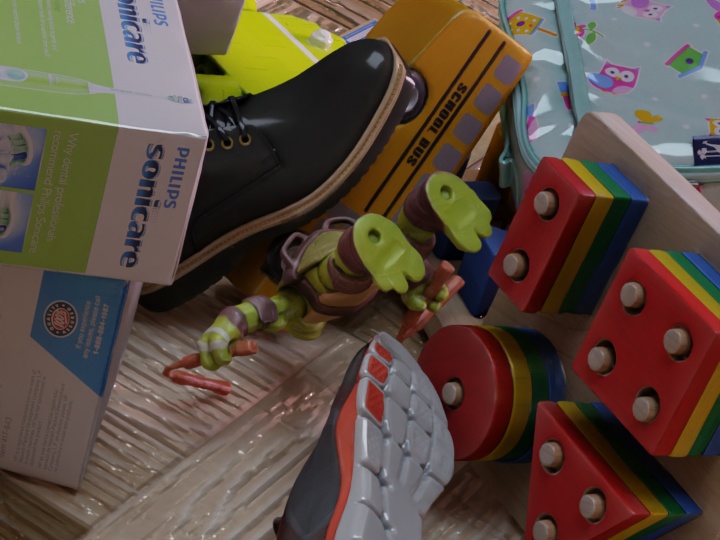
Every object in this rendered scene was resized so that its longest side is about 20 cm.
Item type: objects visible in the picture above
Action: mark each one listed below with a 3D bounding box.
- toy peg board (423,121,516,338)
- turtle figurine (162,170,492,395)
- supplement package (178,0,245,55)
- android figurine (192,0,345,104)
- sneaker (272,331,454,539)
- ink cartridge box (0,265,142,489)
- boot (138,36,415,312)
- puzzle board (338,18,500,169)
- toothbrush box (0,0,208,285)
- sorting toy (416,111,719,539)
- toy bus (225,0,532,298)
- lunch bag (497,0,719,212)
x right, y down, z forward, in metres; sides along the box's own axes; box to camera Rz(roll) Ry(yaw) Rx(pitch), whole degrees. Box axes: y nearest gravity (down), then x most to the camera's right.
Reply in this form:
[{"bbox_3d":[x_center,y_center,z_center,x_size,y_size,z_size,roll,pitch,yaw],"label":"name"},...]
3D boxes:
[{"bbox_3d":[0.127,-0.023,1.330,0.198,0.098,0.201,-1,40,-28],"label":"toy peg board"},{"bbox_3d":[0.000,0.000,1.173,0.199,0.161,0.065,-13,78,-34],"label":"turtle figurine"},{"bbox_3d":[-0.165,-0.205,1.271,0.198,0.122,0.120,0,48,-25],"label":"supplement package"},{"bbox_3d":[-0.050,-0.118,1.379,0.199,0.041,0.182,0,35,-42],"label":"android figurine"},{"bbox_3d":[-0.011,0.109,1.080,0.077,0.082,0.201,50,30,-25],"label":"sneaker"},{"bbox_3d":[-0.210,-0.001,1.116,0.198,0.129,0.126,16,31,-3],"label":"ink cartridge box"},{"bbox_3d":[-0.082,-0.075,1.188,0.138,0.200,0.078,41,11,-41],"label":"boot"},{"bbox_3d":[0.021,-0.104,1.502,0.150,0.018,0.200,28,32,19],"label":"puzzle board"},{"bbox_3d":[-0.181,-0.078,1.043,0.198,0.087,0.146,5,33,-17],"label":"toothbrush box"},{"bbox_3d":[0.112,0.055,1.109,0.069,0.200,0.200,3,32,-37],"label":"sorting toy"},{"bbox_3d":[0.005,-0.062,1.269,0.078,0.201,0.065,32,3,-33],"label":"toy bus"},{"bbox_3d":[0.154,-0.093,1.300,0.159,0.077,0.201,-1,43,-4],"label":"lunch bag"}]
